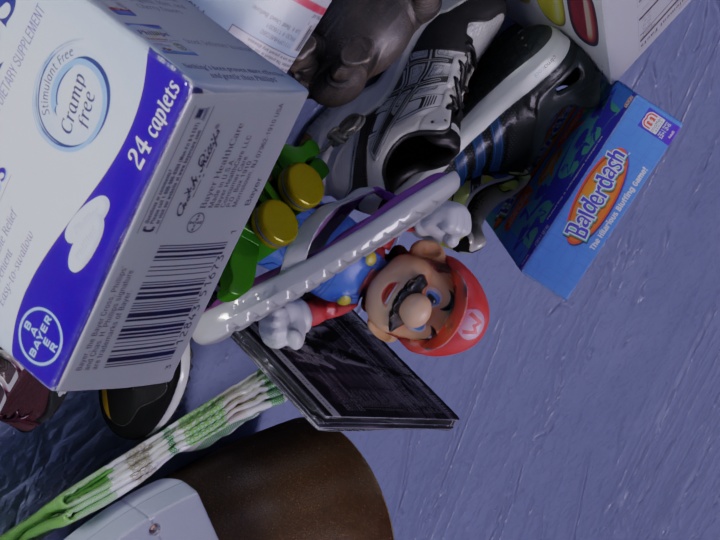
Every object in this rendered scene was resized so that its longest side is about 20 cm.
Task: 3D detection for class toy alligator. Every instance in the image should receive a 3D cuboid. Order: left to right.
[{"bbox_3d":[-0.057,-0.057,1.416,0.059,0.054,0.200,-30,-160,43],"label":"toy alligator"}]

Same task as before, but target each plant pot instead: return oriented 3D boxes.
[{"bbox_3d":[-0.108,0.217,1.645,0.199,0.187,0.187,-9,131,-37],"label":"plant pot"}]

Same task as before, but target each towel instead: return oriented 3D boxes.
[{"bbox_3d":[-0.154,0.140,1.534,0.200,0.031,0.149,-31,177,-36],"label":"towel"}]

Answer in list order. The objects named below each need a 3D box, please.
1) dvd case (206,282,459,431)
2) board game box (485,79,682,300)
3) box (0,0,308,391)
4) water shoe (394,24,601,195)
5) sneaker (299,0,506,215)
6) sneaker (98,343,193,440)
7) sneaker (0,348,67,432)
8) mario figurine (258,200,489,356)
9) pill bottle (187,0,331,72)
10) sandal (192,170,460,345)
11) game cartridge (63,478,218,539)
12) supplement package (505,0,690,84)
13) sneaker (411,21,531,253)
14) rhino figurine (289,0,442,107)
[{"bbox_3d":[-0.025,0.062,1.594,0.016,0.149,0.200,-52,155,16],"label":"dvd case"},{"bbox_3d":[0.163,-0.072,1.663,0.152,0.045,0.200,-57,-170,7],"label":"board game box"},{"bbox_3d":[-0.159,-0.067,1.163,0.105,0.200,0.184,-3,125,-56],"label":"box"},{"bbox_3d":[0.092,-0.089,1.623,0.200,0.079,0.072,-43,-159,21],"label":"water shoe"},{"bbox_3d":[0.050,-0.116,1.572,0.200,0.088,0.076,-49,152,-13],"label":"sneaker"},{"bbox_3d":[-0.154,0.024,1.435,0.090,0.070,0.201,-14,128,-48],"label":"sneaker"},{"bbox_3d":[-0.237,0.089,1.369,0.200,0.076,0.116,-44,155,-20],"label":"sneaker"},{"bbox_3d":[0.000,0.000,1.499,0.123,0.199,0.106,-48,-159,48],"label":"mario figurine"},{"bbox_3d":[-0.110,-0.111,1.294,0.200,0.109,0.109,-57,153,7],"label":"pill bottle"},{"bbox_3d":[-0.027,-0.020,1.426,0.202,0.050,0.082,-32,179,-7],"label":"sandal"},{"bbox_3d":[-0.174,0.235,1.478,0.200,0.041,0.133,-41,137,-25],"label":"game cartridge"},{"bbox_3d":[0.165,-0.246,1.571,0.110,0.114,0.200,-46,153,-15],"label":"supplement package"},{"bbox_3d":[0.108,-0.102,1.695,0.200,0.076,0.075,-60,151,10],"label":"sneaker"},{"bbox_3d":[0.025,-0.185,1.475,0.200,0.060,0.087,-46,172,-17],"label":"rhino figurine"}]
